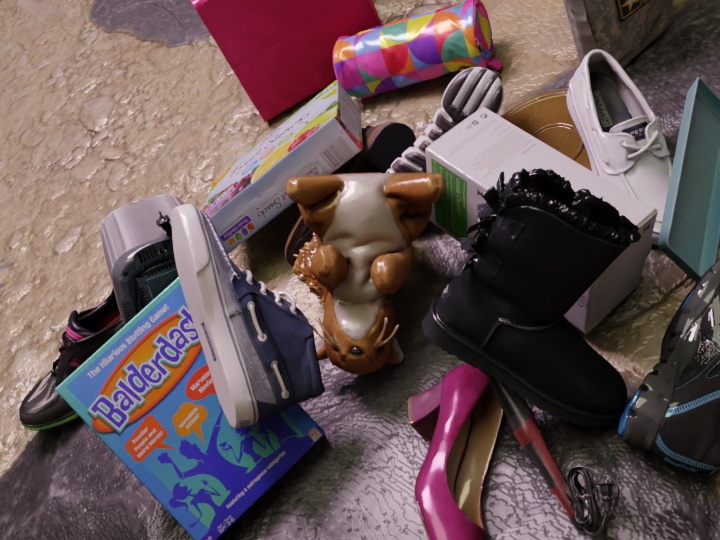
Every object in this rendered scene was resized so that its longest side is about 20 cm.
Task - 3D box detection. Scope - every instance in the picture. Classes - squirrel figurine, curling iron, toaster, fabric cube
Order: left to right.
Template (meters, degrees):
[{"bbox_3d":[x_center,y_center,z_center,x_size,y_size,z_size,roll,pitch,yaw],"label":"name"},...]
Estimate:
[{"bbox_3d":[-0.202,0.009,0.884,0.113,0.201,0.129,-23,35,-15],"label":"toaster"},{"bbox_3d":[-0.106,-0.361,1.121,0.199,0.200,0.197,-28,46,3],"label":"fabric cube"},{"bbox_3d":[0.000,0.000,0.831,0.141,0.188,0.200,-3,8,-6],"label":"squirrel figurine"},{"bbox_3d":[0.145,0.124,0.704,0.050,0.025,0.200,-46,57,21],"label":"curling iron"}]

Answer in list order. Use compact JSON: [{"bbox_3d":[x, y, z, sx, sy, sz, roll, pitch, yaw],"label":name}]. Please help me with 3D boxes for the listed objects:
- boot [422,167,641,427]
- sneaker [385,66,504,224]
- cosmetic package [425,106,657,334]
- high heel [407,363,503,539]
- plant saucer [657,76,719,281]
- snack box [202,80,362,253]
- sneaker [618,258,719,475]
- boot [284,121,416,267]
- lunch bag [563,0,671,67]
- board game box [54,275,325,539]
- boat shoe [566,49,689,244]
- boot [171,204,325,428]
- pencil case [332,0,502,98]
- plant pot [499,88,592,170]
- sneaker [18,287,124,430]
[{"bbox_3d":[0.158,0.021,0.666,0.197,0.163,0.073,27,32,-2],"label":"boot"},{"bbox_3d":[0.098,-0.131,0.922,0.200,0.076,0.116,-53,-4,27],"label":"sneaker"},{"bbox_3d":[0.159,-0.050,0.778,0.085,0.108,0.200,-36,54,-20],"label":"cosmetic package"},{"bbox_3d":[0.095,0.160,0.701,0.096,0.067,0.201,-29,43,19],"label":"high heel"},{"bbox_3d":[0.311,-0.084,0.786,0.019,0.070,0.201,-21,41,50],"label":"plant saucer"},{"bbox_3d":[-0.089,-0.119,0.968,0.200,0.053,0.142,-36,22,15],"label":"snack box"},{"bbox_3d":[0.284,0.070,0.687,0.082,0.073,0.200,29,72,16],"label":"sneaker"},{"bbox_3d":[-0.021,-0.087,0.973,0.200,0.075,0.097,-48,24,-2],"label":"boot"},{"bbox_3d":[0.275,-0.334,0.925,0.117,0.164,0.201,7,59,33],"label":"lunch bag"},{"bbox_3d":[-0.155,0.129,0.790,0.152,0.045,0.200,-44,91,-8],"label":"board game box"},{"bbox_3d":[0.251,-0.119,0.806,0.073,0.065,0.201,-22,67,-5],"label":"boat shoe"},{"bbox_3d":[-0.101,0.031,0.759,0.090,0.201,0.073,-17,1,-24],"label":"boot"},{"bbox_3d":[0.066,-0.266,1.038,0.199,0.088,0.089,-7,52,24],"label":"pencil case"},{"bbox_3d":[0.205,-0.124,0.895,0.199,0.028,0.201,-15,49,18],"label":"plant pot"},{"bbox_3d":[-0.316,0.090,0.961,0.077,0.084,0.200,25,69,39],"label":"sneaker"}]
